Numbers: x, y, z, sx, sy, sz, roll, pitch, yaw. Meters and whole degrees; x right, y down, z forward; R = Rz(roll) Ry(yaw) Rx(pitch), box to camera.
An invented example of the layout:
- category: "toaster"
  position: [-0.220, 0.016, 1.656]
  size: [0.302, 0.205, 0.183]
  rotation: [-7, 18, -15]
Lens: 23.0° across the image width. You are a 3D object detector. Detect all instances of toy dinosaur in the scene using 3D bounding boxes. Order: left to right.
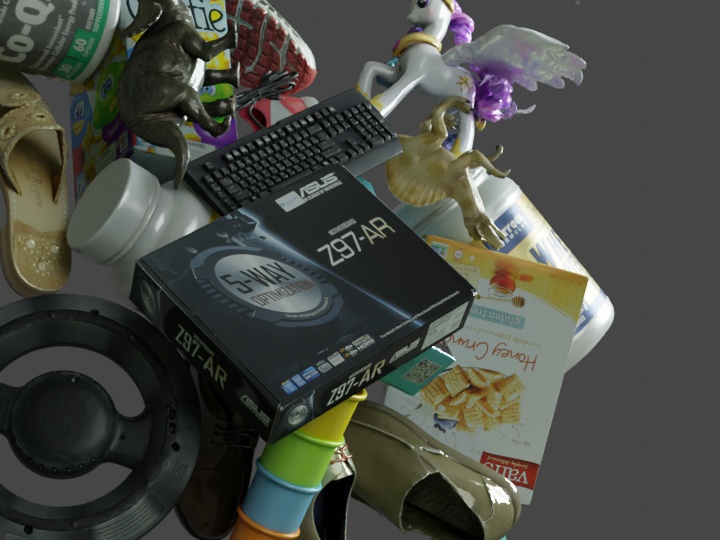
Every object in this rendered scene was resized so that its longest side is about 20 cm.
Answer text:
- category: "toy dinosaur"
  position: [-0.147, -0.143, 1.364]
  size: [0.102, 0.077, 0.200]
  rotation: [3, 69, 1]
- category: "toy dinosaur"
  position: [0.052, -0.100, 1.490]
  size: [0.200, 0.058, 0.101]
  rotation: [34, 68, 18]

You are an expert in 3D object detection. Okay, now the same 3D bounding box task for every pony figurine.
- category: "pony figurine"
  position: [0.090, -0.178, 1.679]
  size: [0.193, 0.167, 0.200]
  rotation: [30, 64, -12]

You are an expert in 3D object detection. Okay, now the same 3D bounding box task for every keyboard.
- category: "keyboard"
  position: [-0.066, -0.107, 1.408]
  size: [0.127, 0.021, 0.200]
  rotation: [43, 45, 19]

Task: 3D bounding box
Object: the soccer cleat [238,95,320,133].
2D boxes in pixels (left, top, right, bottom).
- category: "soccer cleat"
  position: [-0.062, -0.063, 1.536]
  size: [0.073, 0.068, 0.200]
  rotation: [2, 62, -20]

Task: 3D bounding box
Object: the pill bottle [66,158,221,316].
- category: "pill bottle"
  position: [-0.127, -0.003, 1.393]
  size: [0.200, 0.111, 0.111]
  rotation: [34, 48, -27]

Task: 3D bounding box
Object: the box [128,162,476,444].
- category: "box"
  position: [-0.040, 0.018, 1.281]
  size: [0.200, 0.044, 0.160]
  rotation: [-28, 61, -35]

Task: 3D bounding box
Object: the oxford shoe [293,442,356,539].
- category: "oxford shoe"
  position: [-0.031, 0.129, 1.366]
  size: [0.071, 0.074, 0.200]
  rotation: [-14, 109, -45]

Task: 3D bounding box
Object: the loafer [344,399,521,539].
- category: "loafer"
  position: [0.033, 0.164, 1.419]
  size: [0.200, 0.076, 0.067]
  rotation: [21, 22, 6]

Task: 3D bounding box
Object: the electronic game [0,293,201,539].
- category: "electronic game"
  position: [-0.214, 0.111, 1.271]
  size: [0.200, 0.042, 0.200]
  rotation: [3, 67, -7]

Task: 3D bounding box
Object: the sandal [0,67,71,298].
- category: "sandal"
  position: [-0.250, -0.086, 1.384]
  size: [0.078, 0.070, 0.212]
  rotation: [5, 62, -37]

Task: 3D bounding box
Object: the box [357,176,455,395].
- category: "box"
  position: [0.000, 0.000, 1.403]
  size: [0.082, 0.049, 0.200]
  rotation: [27, 29, -46]

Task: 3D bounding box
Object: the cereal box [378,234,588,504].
- category: "cereal box"
  position: [0.097, 0.083, 1.482]
  size: [0.144, 0.040, 0.200]
  rotation: [14, 91, -5]

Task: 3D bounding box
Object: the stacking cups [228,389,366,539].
- category: "stacking cups"
  position: [-0.064, 0.166, 1.316]
  size: [0.060, 0.200, 0.061]
  rotation: [25, 12, -6]

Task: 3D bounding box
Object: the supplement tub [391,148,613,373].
- category: "supplement tub"
  position: [0.113, 0.006, 1.573]
  size: [0.200, 0.144, 0.144]
  rotation: [50, 45, -4]

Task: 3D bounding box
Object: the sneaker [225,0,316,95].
- category: "sneaker"
  position: [-0.112, -0.237, 1.568]
  size: [0.200, 0.078, 0.082]
  rotation: [44, 38, 6]

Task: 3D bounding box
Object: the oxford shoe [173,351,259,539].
- category: "oxford shoe"
  position: [-0.105, 0.114, 1.325]
  size: [0.073, 0.084, 0.200]
  rotation: [-2, 104, -22]

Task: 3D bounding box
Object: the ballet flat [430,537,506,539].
- category: "ballet flat"
  position: [0.076, 0.250, 1.449]
  size: [0.200, 0.070, 0.067]
  rotation: [-30, 88, -45]

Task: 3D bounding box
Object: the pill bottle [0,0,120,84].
- category: "pill bottle"
  position: [-0.300, -0.223, 1.394]
  size: [0.200, 0.113, 0.113]
  rotation: [12, 58, -33]

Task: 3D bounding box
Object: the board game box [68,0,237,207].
- category: "board game box"
  position: [-0.174, -0.152, 1.461]
  size: [0.103, 0.105, 0.200]
  rotation: [12, 58, -33]
